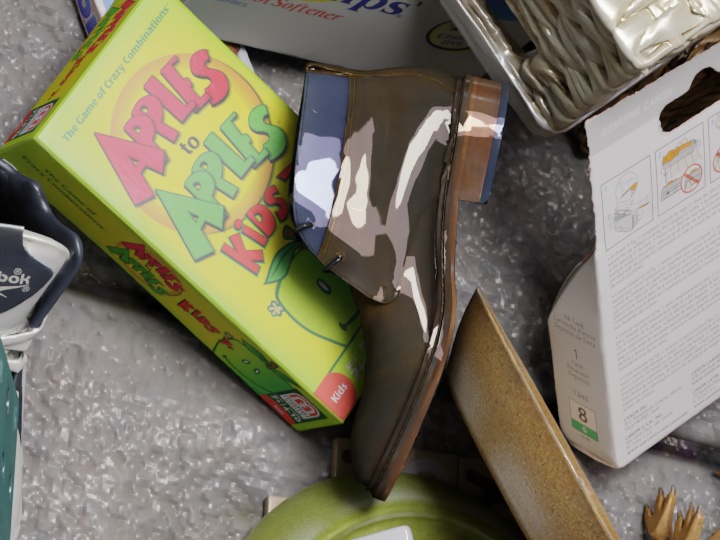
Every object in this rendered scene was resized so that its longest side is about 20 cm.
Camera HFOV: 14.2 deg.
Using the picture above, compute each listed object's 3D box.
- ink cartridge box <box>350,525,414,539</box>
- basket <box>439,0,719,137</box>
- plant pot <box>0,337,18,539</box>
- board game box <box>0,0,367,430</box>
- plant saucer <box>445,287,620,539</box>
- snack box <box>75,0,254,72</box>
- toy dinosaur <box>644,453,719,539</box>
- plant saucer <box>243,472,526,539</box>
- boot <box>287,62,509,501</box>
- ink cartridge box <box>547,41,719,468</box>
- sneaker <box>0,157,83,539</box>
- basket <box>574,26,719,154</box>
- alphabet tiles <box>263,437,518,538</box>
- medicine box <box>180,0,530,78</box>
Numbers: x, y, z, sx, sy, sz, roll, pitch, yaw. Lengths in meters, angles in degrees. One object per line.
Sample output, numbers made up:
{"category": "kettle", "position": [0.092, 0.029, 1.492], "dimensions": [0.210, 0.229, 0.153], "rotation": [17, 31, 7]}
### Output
{"category": "ink cartridge box", "position": [-0.059, 0.187, 1.285], "dimensions": [0.199, 0.037, 0.095], "rotation": [-16, 77, 0]}
{"category": "basket", "position": [0.139, -0.175, 1.339], "dimensions": [0.200, 0.123, 0.136], "rotation": [-35, 93, -21]}
{"category": "plant pot", "position": [-0.242, 0.078, 1.171], "dimensions": [0.199, 0.141, 0.142], "rotation": [2, 69, -1]}
{"category": "board game box", "position": [-0.062, -0.028, 1.358], "dimensions": [0.200, 0.048, 0.102], "rotation": [43, 65, -18]}
{"category": "plant saucer", "position": [0.088, 0.104, 1.340], "dimensions": [0.035, 0.200, 0.201], "rotation": [-29, 84, 2]}
{"category": "snack box", "position": [-0.096, -0.117, 1.416], "dimensions": [0.072, 0.024, 0.201], "rotation": [-13, 77, -29]}
{"category": "toy dinosaur", "position": [0.195, 0.152, 1.428], "dimensions": [0.106, 0.060, 0.201], "rotation": [22, 63, -17]}
{"category": "plant saucer", "position": [0.025, 0.187, 1.347], "dimensions": [0.199, 0.031, 0.201], "rotation": [9, 67, -21]}
{"category": "boot", "position": [0.000, 0.000, 1.338], "dimensions": [0.096, 0.075, 0.201], "rotation": [14, 85, -2]}
{"category": "ink cartridge box", "position": [0.158, -0.025, 1.417], "dimensions": [0.161, 0.050, 0.201], "rotation": [-31, 128, -30]}
{"category": "sneaker", "position": [-0.171, 0.031, 1.265], "dimensions": [0.079, 0.130, 0.200], "rotation": [7, 68, -21]}
{"category": "basket", "position": [0.189, -0.169, 1.499], "dimensions": [0.199, 0.143, 0.150], "rotation": [-17, 79, -29]}
{"category": "alphabet tiles", "position": [0.030, 0.182, 1.372], "dimensions": [0.166, 0.008, 0.201], "rotation": [10, 68, -21]}
{"category": "medicine box", "position": [-0.005, -0.212, 1.434], "dimensions": [0.181, 0.103, 0.201], "rotation": [11, 64, -29]}
